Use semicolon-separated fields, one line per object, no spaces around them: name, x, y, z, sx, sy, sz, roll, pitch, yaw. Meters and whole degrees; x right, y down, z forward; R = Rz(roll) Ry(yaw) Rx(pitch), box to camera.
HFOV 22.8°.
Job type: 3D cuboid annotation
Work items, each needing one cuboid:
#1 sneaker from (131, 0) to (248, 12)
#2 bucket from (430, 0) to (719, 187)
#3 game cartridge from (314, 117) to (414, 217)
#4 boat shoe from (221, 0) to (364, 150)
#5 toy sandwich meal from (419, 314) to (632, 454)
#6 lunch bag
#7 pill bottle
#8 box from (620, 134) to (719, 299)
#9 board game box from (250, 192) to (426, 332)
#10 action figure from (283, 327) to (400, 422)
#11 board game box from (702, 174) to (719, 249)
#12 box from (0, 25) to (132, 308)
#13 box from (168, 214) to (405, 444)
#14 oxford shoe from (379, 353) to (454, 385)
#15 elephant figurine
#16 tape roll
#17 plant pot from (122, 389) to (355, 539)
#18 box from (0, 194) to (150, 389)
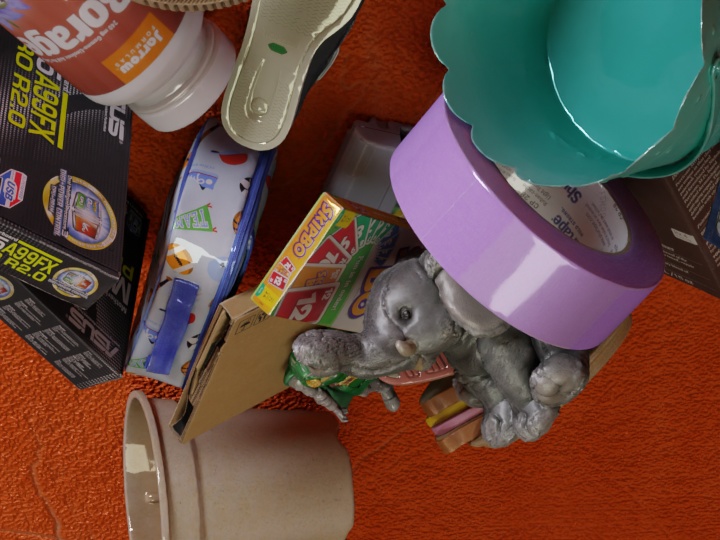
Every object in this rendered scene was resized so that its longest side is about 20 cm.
sneaker;-0.072;-0.237;1.158;0.198;0.109;0.070;-10;142;3
bucket;0.164;-0.154;1.185;0.207;0.208;0.134;-38;161;33
game cartridge;0.068;-0.051;1.435;0.198;0.041;0.134;11;140;-15
boat shoe;-0.040;-0.182;1.267;0.071;0.068;0.201;30;120;1
toy sandwich meal;0.141;0.072;1.498;0.070;0.205;0.205;47;124;-4
lunch bag;-0.125;-0.005;1.375;0.075;0.161;0.201;16;137;-7
pill bottle;-0.179;-0.185;1.211;0.112;0.113;0.200;-28;133;25
box;0.236;-0.071;1.360;0.075;0.100;0.200;-48;133;-14
board game box;0.000;0.000;1.346;0.096;0.030;0.200;-55;156;11
action figure;-0.007;0.081;1.457;0.118;0.055;0.200;-44;157;16
board game box;0.302;-0.118;1.206;0.135;0.035;0.201;-34;146;-35
box;-0.238;-0.091;1.236;0.160;0.201;0.044;28;131;-29
box;-0.052;0.046;1.404;0.199;0.021;0.164;-27;155;-39
oxford shoe;0.098;0.045;1.435;0.199;0.071;0.074;-24;163;-11
elephant figurine;0.068;0.029;1.302;0.199;0.156;0.142;34;118;-20
tape roll;0.118;-0.041;1.245;0.199;0.201;0.066;26;121;-29
plant pot;-0.108;0.202;1.608;0.182;0.201;0.201;-4;140;-17
box;-0.240;-0.031;1.340;0.044;0.161;0.200;-17;136;24
